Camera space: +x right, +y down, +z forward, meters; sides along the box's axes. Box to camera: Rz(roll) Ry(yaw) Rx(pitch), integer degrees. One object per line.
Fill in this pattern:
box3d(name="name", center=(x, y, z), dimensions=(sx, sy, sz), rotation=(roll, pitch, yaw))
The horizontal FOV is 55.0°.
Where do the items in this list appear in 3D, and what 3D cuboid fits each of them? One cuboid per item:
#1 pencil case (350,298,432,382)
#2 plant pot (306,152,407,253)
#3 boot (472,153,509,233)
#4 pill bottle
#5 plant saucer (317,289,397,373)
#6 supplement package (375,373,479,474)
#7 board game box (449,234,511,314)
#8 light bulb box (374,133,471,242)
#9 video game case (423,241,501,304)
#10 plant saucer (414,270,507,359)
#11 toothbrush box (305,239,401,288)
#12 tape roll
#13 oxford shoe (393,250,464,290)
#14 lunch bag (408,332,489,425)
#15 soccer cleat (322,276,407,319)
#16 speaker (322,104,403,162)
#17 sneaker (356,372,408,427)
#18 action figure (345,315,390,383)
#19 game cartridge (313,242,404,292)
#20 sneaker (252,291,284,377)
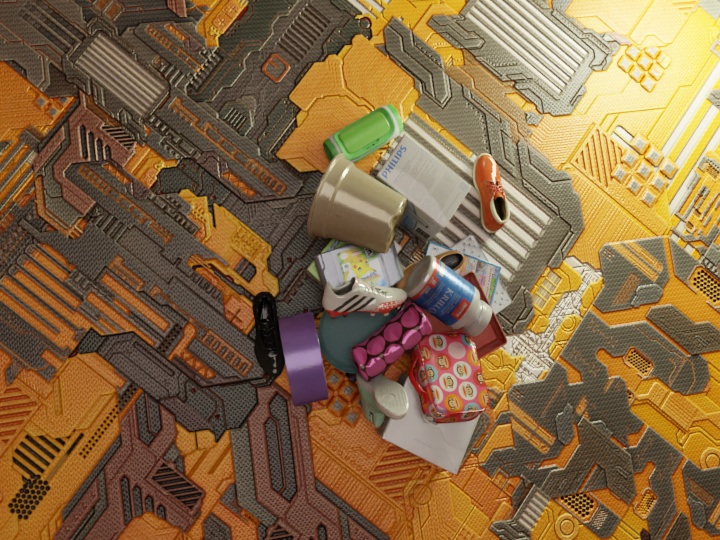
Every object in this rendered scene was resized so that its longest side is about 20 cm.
box3d(name="pencil case", center=(0.066, 0.158, 1.569), dimensions=(0.198, 0.091, 0.094), rotation=(-37, 77, -3))
box3d(name="plant pot", center=(0.001, -0.133, 1.558), dimensions=(0.180, 0.201, 0.205), rotation=(24, 82, 8))
box3d(name="boot", center=(0.334, -0.203, 1.738), dimensions=(0.073, 0.107, 0.206), rotation=(-8, 84, -6))
box3d(name="pill bottle", center=(0.207, 0.064, 1.601), dimensions=(0.198, 0.112, 0.114), rotation=(34, 81, -14))
box3d(name="plant saucer", center=(-0.006, 0.136, 1.603), dimensions=(0.194, 0.027, 0.206), rotation=(-4, 104, -15))
box3d(name="supplement package", center=(0.160, 0.363, 1.655), dimensions=(0.196, 0.111, 0.159), rotation=(26, 82, -4))
box3d(name="board game box", center=(0.251, 0.048, 1.741), dimensions=(0.197, 0.026, 0.203), rotation=(-32, 89, -9))
box3d(name="light bulb box", center=(0.132, -0.191, 1.662), dimensions=(0.198, 0.198, 0.126), rotation=(37, 79, -1))
box3d(name="video game case", center=(0.241, 0.029, 1.720), dimensions=(0.195, 0.018, 0.147), rotation=(19, 82, -5))
box3d(name="plant saucer", center=(0.230, 0.133, 1.689), dimensions=(0.196, 0.037, 0.204), rotation=(-29, 98, 0))
box3d(name="toothbrush box", center=(-0.019, -0.025, 1.683), dimensions=(0.145, 0.086, 0.201), rotation=(41, 82, -3))
box3d(name="tape roll", center=(-0.131, 0.202, 1.587), dimensions=(0.083, 0.200, 0.206), rotation=(-11, 86, -7))
box3d(name="oxford shoe", center=(0.162, 0.004, 1.669), dimensions=(0.197, 0.071, 0.073), rotation=(-30, 90, -7))
box3d(name="lunch bag", center=(0.192, 0.245, 1.586), dimensions=(0.171, 0.082, 0.205), rotation=(0, 61, -20))
box3d(name="soccer cleat", center=(0.011, 0.053, 1.537), dimensions=(0.194, 0.069, 0.087), rotation=(-6, 119, -9))
box3d(name="speaker", center=(0.007, -0.332, 1.718), dimensions=(0.197, 0.088, 0.090), rotation=(-31, 89, -9))
box3d(name="sneaker", center=(0.058, 0.314, 1.578), dimensions=(0.072, 0.200, 0.121), rotation=(-18, 114, -20))
box3d(name="action figure", center=(0.030, 0.176, 1.670), dimensions=(0.198, 0.069, 0.131), rotation=(-38, 104, -1))
box3d(name="game cartridge", center=(0.000, 0.000, 1.624), dimensions=(0.195, 0.040, 0.137), rotation=(-19, 93, -11))
box3d(name="sneaker", center=(-0.222, 0.151, 1.638), dimensions=(0.074, 0.091, 0.206), rotation=(-11, 87, -9))
